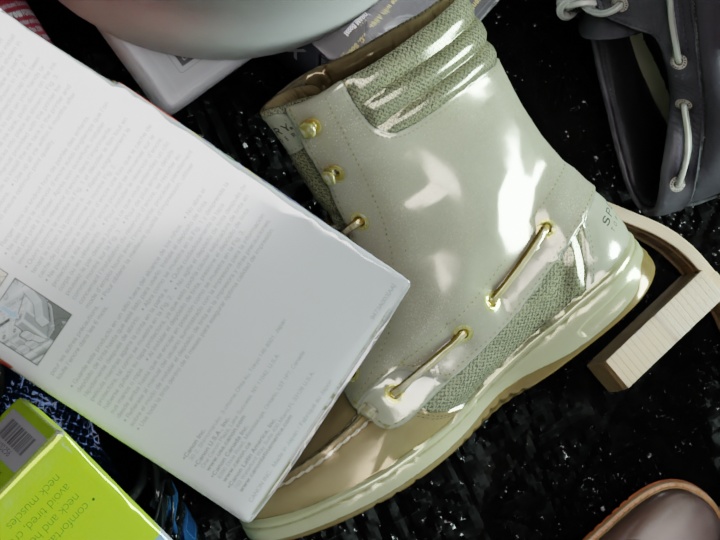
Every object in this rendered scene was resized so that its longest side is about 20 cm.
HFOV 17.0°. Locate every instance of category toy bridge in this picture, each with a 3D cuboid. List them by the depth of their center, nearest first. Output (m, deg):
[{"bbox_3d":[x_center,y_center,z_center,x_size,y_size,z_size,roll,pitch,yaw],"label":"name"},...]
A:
[{"bbox_3d":[0.129,0.025,1.039,0.067,0.027,0.200,-42,95,-16],"label":"toy bridge"}]

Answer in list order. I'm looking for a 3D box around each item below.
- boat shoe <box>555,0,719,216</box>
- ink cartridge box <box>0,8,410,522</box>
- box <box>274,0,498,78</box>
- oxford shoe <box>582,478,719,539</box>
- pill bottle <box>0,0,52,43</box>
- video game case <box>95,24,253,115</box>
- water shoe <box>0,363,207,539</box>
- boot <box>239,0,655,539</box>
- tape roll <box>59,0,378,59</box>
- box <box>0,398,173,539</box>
[{"bbox_3d":[0.117,-0.111,1.003,0.063,0.073,0.200,-31,119,-15],"label":"boat shoe"},{"bbox_3d":[-0.094,-0.008,0.884,0.200,0.050,0.109,35,88,-13],"label":"ink cartridge box"},{"bbox_3d":[0.014,-0.183,1.023,0.158,0.050,0.200,42,76,-7],"label":"box"},{"bbox_3d":[0.101,0.176,0.990,0.071,0.073,0.200,32,76,-8],"label":"oxford shoe"},{"bbox_3d":[-0.204,-0.118,0.926,0.113,0.113,0.200,-33,92,-16],"label":"pill bottle"},{"bbox_3d":[-0.053,-0.191,0.970,0.200,0.023,0.182,-37,93,-14],"label":"video game case"},{"bbox_3d":[-0.099,0.108,0.944,0.071,0.079,0.200,-34,93,-15],"label":"water shoe"},{"bbox_3d":[0.000,0.000,0.962,0.200,0.072,0.155,-37,107,-4],"label":"boot"},{"bbox_3d":[-0.044,-0.188,0.889,0.202,0.139,0.203,1,84,-12],"label":"tape roll"},{"bbox_3d":[-0.098,0.157,0.894,0.122,0.048,0.200,-46,120,-9],"label":"box"}]
